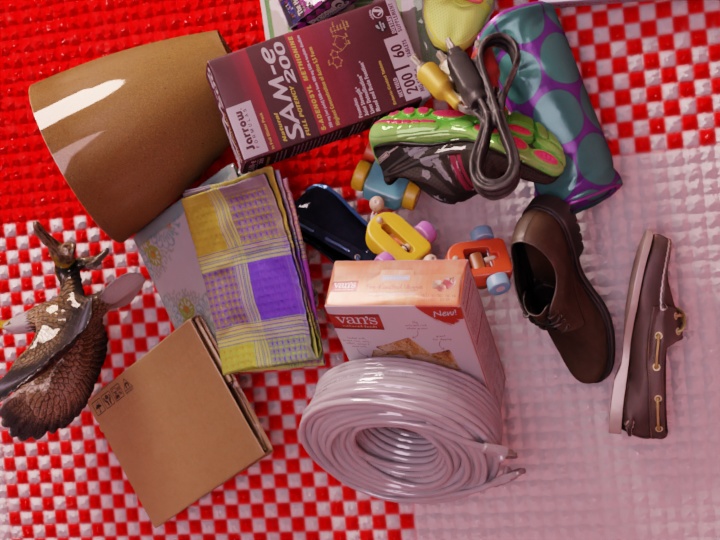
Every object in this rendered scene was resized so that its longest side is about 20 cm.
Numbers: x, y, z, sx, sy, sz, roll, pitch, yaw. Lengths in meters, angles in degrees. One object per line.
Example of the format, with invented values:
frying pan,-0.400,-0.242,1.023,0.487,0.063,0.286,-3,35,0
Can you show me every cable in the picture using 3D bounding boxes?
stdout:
cable,0.042,0.157,1.348,0.199,0.070,0.199,32,141,-21
cable,0.117,-0.144,1.253,0.096,0.051,0.202,-16,57,-5

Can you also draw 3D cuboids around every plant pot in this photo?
plant pot,-0.211,-0.160,1.430,0.198,0.186,0.188,-29,84,4

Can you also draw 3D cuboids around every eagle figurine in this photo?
eagle figurine,-0.330,0.074,1.482,0.150,0.151,0.203,-20,58,42

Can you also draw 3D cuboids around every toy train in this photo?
toy train,0.070,-0.048,1.364,0.148,0.056,0.202,-12,59,-14

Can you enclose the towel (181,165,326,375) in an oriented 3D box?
towel,-0.110,0.003,1.376,0.142,0.023,0.203,-8,98,38

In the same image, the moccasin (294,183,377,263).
moccasin,0.000,0.000,1.405,0.068,0.081,0.200,-40,65,-19

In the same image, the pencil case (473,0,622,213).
pencil case,0.179,-0.152,1.334,0.091,0.085,0.202,-22,85,4

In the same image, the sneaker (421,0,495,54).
sneaker,0.112,-0.308,1.337,0.077,0.090,0.203,17,100,-5

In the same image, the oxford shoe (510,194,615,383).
oxford shoe,0.185,0.035,1.317,0.072,0.084,0.202,-3,123,42

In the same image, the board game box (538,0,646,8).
board game box,0.266,-0.360,1.315,0.197,0.041,0.203,-1,93,19

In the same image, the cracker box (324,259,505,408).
cracker box,0.057,0.072,1.334,0.132,0.201,0.058,-1,52,19

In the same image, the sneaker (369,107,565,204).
sneaker,0.103,-0.105,1.304,0.198,0.077,0.085,10,121,29

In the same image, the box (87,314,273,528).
box,-0.198,0.166,1.482,0.199,0.021,0.165,-36,81,34

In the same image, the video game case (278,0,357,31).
video game case,-0.027,-0.366,1.388,0.180,0.036,0.202,-31,66,19

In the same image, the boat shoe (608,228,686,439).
boat shoe,0.280,0.063,1.320,0.059,0.072,0.203,9,100,12

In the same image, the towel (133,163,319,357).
towel,-0.144,-0.001,1.443,0.199,0.048,0.173,-30,81,39

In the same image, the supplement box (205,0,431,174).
supplement box,-0.042,-0.182,1.355,0.198,0.061,0.110,-21,86,-9

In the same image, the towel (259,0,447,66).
towel,-0.007,-0.262,1.425,0.197,0.023,0.155,-8,91,17
